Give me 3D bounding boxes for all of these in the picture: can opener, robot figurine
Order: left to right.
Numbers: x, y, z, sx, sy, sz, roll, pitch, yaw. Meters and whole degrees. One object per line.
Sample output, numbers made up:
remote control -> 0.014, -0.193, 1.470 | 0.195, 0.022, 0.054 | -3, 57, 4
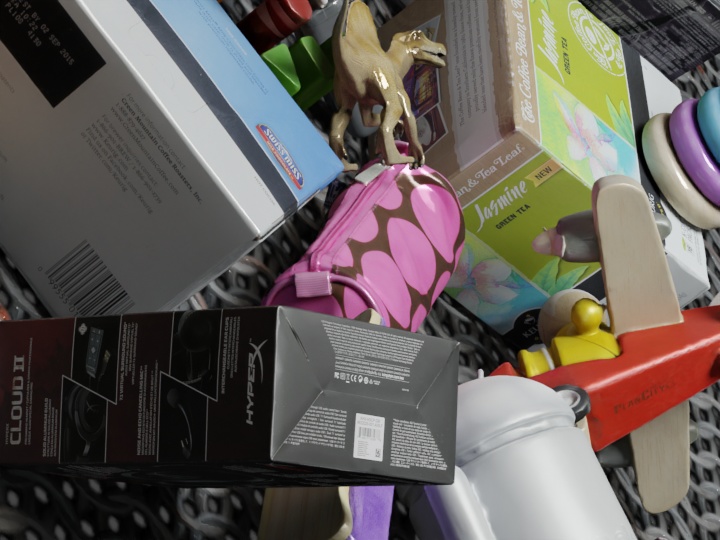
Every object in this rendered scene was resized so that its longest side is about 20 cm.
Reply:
can opener -> -0.018, -0.169, 1.787 | 0.053, 0.066, 0.200 | 53, -13, 46
robot figurine -> 0.092, 0.145, 1.635 | 0.169, 0.113, 0.201 | 11, 49, -63

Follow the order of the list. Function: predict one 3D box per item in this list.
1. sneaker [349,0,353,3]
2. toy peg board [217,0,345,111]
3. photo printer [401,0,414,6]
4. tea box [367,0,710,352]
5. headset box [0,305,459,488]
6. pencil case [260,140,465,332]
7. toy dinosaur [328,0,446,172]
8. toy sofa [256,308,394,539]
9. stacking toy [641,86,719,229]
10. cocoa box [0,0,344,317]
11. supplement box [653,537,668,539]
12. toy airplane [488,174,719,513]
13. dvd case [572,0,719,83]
sneaker -> -0.026, -0.262, 1.967 | 0.086, 0.080, 0.200 | 25, 30, -24
toy peg board -> -0.102, -0.148, 1.679 | 0.200, 0.098, 0.200 | 57, 27, 4
photo printer -> 0.071, -0.241, 2.078 | 0.166, 0.069, 0.200 | 43, 30, -23
tea box -> 0.113, -0.073, 1.890 | 0.196, 0.133, 0.201 | 35, 33, -31
headset box -> -0.074, 0.066, 1.404 | 0.149, 0.199, 0.078 | 13, 78, -51
pencil case -> 0.000, 0.000, 1.683 | 0.200, 0.090, 0.094 | -60, 155, -62
toy dinosaur -> 0.001, -0.109, 1.668 | 0.200, 0.058, 0.102 | 2, 82, -73
toy sofa -> -0.007, 0.122, 1.520 | 0.083, 0.097, 0.200 | 41, 32, -24
stacking toy -> 0.280, -0.110, 1.834 | 0.085, 0.200, 0.086 | 39, 31, -29
cocoa box -> -0.132, -0.080, 1.516 | 0.200, 0.133, 0.131 | 52, 27, -2
supplement box -> 0.123, 0.233, 1.492 | 0.110, 0.200, 0.086 | 27, 38, -42
toy airplane -> 0.169, 0.048, 1.789 | 0.199, 0.201, 0.141 | 19, 14, -38
dvd case -> 0.143, -0.160, 1.963 | 0.149, 0.200, 0.016 | 36, 41, -31
